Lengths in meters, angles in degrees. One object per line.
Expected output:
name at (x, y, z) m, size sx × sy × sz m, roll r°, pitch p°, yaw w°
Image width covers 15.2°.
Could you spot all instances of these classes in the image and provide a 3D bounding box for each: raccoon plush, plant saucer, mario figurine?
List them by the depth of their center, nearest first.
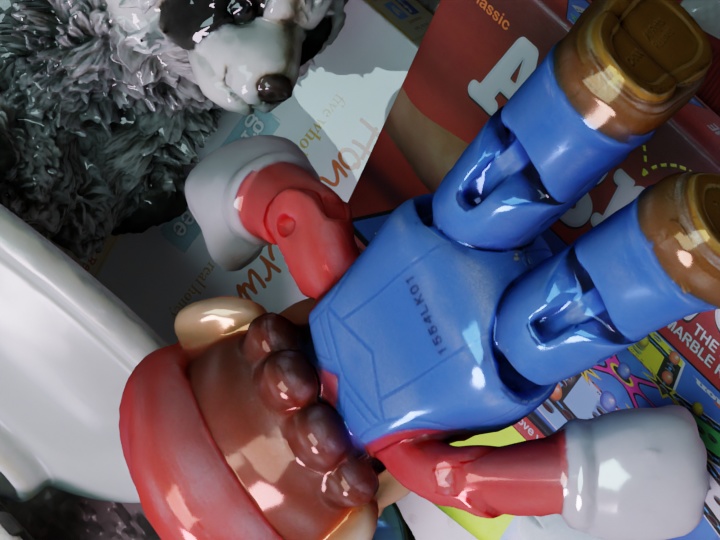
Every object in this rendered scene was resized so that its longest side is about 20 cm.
mario figurine at (0.022, 0.012, 0.675) m, size 0.106 × 0.124 × 0.200 m, roll 29°, pitch 133°, yaw -32°
raccoon plush at (-0.084, -0.103, 0.763) m, size 0.134 × 0.097 × 0.200 m, roll -48°, pitch 68°, yaw 16°
plant saucer at (-0.126, 0.017, 0.790) m, size 0.200 × 0.200 × 0.050 m, roll 33°, pitch 75°, yaw 12°

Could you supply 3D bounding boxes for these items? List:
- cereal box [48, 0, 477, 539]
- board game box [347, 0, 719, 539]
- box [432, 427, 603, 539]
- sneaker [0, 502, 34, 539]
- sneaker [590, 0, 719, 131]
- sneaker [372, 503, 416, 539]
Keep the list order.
cereal box at (0.000, 0.000, 0.813) m, size 0.200 × 0.040 × 0.144 m, roll 41°, pitch 113°, yaw 9°
board game box at (0.077, 0.016, 0.669) m, size 0.200 × 0.019 × 0.103 m, roll 46°, pitch 128°, yaw 26°
box at (0.105, 0.053, 0.732) m, size 0.200 × 0.048 × 0.122 m, roll 37°, pitch 105°, yaw 14°
sneaker at (-0.149, 0.123, 0.842) m, size 0.078 × 0.090 × 0.200 m, roll 47°, pitch 157°, yaw 5°
sneaker at (0.101, -0.077, 0.738) m, size 0.200 × 0.115 × 0.079 m, roll 47°, pitch 114°, yaw 44°
sneaker at (-0.021, 0.114, 0.807) m, size 0.083 × 0.071 × 0.200 m, roll 38°, pitch 150°, yaw -5°
